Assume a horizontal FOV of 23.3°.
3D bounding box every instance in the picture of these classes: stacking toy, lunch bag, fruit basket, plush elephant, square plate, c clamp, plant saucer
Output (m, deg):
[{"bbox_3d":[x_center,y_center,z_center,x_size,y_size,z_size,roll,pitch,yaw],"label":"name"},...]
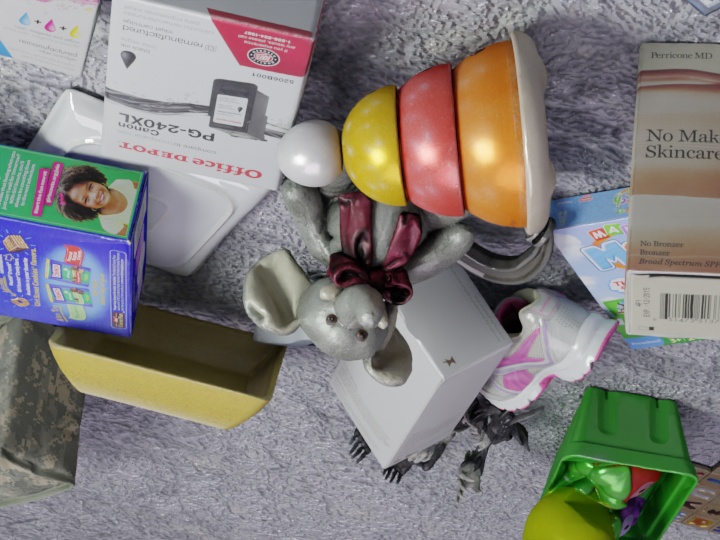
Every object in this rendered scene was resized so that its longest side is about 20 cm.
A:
[{"bbox_3d":[0.037,-0.092,1.259,0.199,0.147,0.146,-5,147,2],"label":"stacking toy"},{"bbox_3d":[-0.376,0.150,1.761,0.199,0.165,0.117,-22,142,39],"label":"lunch bag"},{"bbox_3d":[0.235,0.241,1.720,0.155,0.217,0.216,10,149,-1],"label":"fruit basket"},{"bbox_3d":[0.000,0.000,1.375,0.164,0.156,0.200,16,160,-14],"label":"plush elephant"},{"bbox_3d":[-0.196,-0.064,1.503,0.197,0.029,0.200,21,146,-20],"label":"square plate"},{"bbox_3d":[0.081,-0.057,1.417,0.200,0.027,0.171,35,146,-16],"label":"c clamp"},{"bbox_3d":[-0.174,0.087,1.590,0.199,0.049,0.200,14,-168,-1],"label":"plant saucer"}]

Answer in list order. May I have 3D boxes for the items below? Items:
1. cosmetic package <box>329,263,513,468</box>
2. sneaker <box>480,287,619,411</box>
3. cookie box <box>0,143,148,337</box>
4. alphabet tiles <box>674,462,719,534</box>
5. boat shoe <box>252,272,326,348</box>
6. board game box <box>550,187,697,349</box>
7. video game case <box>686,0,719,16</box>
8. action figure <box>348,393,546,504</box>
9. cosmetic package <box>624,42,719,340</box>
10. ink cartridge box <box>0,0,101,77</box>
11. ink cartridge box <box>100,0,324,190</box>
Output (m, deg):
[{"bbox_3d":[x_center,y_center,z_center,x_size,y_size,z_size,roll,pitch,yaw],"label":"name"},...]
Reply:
[{"bbox_3d":[0.050,0.085,1.582,0.085,0.108,0.200,-23,161,-27],"label":"cosmetic package"},{"bbox_3d":[0.149,0.061,1.576,0.088,0.081,0.200,40,150,-7],"label":"sneaker"},{"bbox_3d":[-0.285,-0.029,1.483,0.199,0.076,0.171,10,149,-2],"label":"cookie box"},{"bbox_3d":[0.412,0.250,1.872,0.199,0.006,0.167,17,147,-13],"label":"alphabet tiles"},{"bbox_3d":[-0.049,0.034,1.584,0.073,0.069,0.199,5,175,-14],"label":"boat shoe"},{"bbox_3d":[0.264,-0.004,1.473,0.151,0.037,0.200,-9,143,29],"label":"board game box"},{"bbox_3d":[0.214,-0.248,1.113,0.200,0.019,0.143,32,141,-31],"label":"video game case"},{"bbox_3d":[0.089,0.171,1.741,0.199,0.102,0.119,-21,126,41],"label":"action figure"},{"bbox_3d":[0.242,-0.058,1.238,0.103,0.201,0.087,1,147,10],"label":"cosmetic package"},{"bbox_3d":[-0.228,-0.230,1.206,0.115,0.068,0.200,14,148,-9],"label":"ink cartridge box"},{"bbox_3d":[-0.110,-0.154,1.282,0.144,0.084,0.200,11,148,-4],"label":"ink cartridge box"}]
